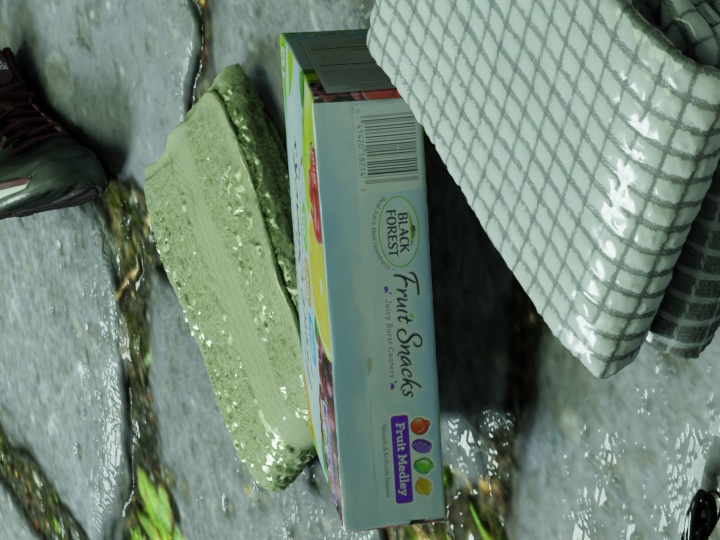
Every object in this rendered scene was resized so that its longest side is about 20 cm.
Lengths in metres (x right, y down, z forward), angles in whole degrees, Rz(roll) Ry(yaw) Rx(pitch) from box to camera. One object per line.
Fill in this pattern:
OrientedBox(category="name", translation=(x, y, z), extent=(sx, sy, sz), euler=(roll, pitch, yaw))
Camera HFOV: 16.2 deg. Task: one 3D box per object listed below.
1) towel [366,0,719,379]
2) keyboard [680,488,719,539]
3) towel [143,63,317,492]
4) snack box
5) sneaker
OrientedBox(category="towel", translation=(0.088, -0.084, 0.973), extent=(0.200, 0.086, 0.166), euler=(57, 150, 34))
OrientedBox(category="keyboard", translation=(0.162, 0.149, 1.001), extent=(0.127, 0.021, 0.200), euler=(41, 135, 40))
OrientedBox(category="towel", translation=(-0.059, 0.007, 1.332), extent=(0.200, 0.036, 0.148), euler=(68, 152, 18))
OrientedBox(category="snack box", translation=(0.000, 0.000, 1.154), extent=(0.142, 0.053, 0.200), euler=(-111, 17, -73))
OrientedBox(category="sneaker", translation=(-0.219, -0.090, 1.549), extent=(0.200, 0.076, 0.116), euler=(-7, 92, 63))
